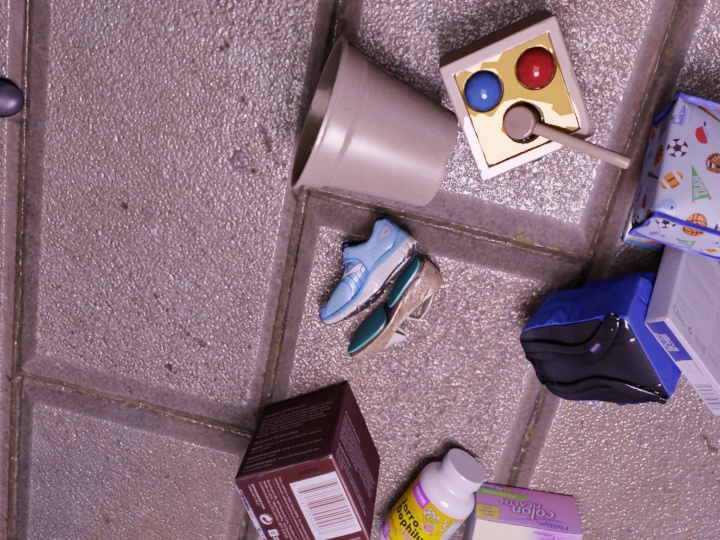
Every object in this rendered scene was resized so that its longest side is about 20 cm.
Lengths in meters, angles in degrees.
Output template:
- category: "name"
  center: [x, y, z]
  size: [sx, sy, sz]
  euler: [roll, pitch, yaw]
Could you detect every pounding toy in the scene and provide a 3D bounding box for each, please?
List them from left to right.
- category: "pounding toy"
  center: [0.221, -0.209, 0.981]
  size: [0.181, 0.143, 0.203]
  euler: [-21, 108, 15]

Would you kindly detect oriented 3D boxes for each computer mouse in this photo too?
- category: "computer mouse"
  center: [-0.591, -0.249, 1.118]
  size: [0.195, 0.034, 0.060]
  euler: [-3, 113, 8]

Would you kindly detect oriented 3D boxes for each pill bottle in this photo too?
- category: "pill bottle"
  center: [0.120, 0.392, 1.256]
  size: [0.103, 0.105, 0.202]
  euler: [30, 112, -6]

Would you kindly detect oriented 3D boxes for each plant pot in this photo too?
- category: "plant pot"
  center: [0.023, -0.178, 1.006]
  size: [0.180, 0.202, 0.204]
  euler: [18, 114, -14]

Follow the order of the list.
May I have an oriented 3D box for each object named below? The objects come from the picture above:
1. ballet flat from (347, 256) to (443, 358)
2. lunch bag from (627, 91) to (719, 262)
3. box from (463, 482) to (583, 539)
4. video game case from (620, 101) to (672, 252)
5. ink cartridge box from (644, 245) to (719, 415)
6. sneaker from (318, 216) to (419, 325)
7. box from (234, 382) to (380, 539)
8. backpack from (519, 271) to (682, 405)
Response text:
- category: "ballet flat"
  center: [0.058, 0.071, 1.156]
  size: [0.065, 0.071, 0.201]
  euler: [30, 115, -18]
- category: "lunch bag"
  center: [0.461, -0.105, 0.961]
  size: [0.195, 0.124, 0.174]
  euler: [14, 83, 4]
- category: "box"
  center: [0.263, 0.479, 1.279]
  size: [0.171, 0.097, 0.204]
  euler: [7, 114, 4]
- category: "video game case"
  center: [0.464, -0.119, 1.057]
  size: [0.140, 0.018, 0.204]
  euler: [13, 113, 1]
- category: "ink cartridge box"
  center: [0.475, 0.057, 1.044]
  size: [0.200, 0.202, 0.040]
  euler: [47, 146, -21]
- category: "sneaker"
  center: [0.000, 0.000, 1.142]
  size: [0.090, 0.078, 0.200]
  euler: [48, 114, 12]
- category: "box"
  center: [-0.075, 0.316, 1.196]
  size: [0.161, 0.201, 0.169]
  euler: [-18, 109, 14]
- category: "backpack"
  center: [0.344, 0.098, 1.083]
  size: [0.198, 0.168, 0.164]
  euler: [-18, 108, 48]
